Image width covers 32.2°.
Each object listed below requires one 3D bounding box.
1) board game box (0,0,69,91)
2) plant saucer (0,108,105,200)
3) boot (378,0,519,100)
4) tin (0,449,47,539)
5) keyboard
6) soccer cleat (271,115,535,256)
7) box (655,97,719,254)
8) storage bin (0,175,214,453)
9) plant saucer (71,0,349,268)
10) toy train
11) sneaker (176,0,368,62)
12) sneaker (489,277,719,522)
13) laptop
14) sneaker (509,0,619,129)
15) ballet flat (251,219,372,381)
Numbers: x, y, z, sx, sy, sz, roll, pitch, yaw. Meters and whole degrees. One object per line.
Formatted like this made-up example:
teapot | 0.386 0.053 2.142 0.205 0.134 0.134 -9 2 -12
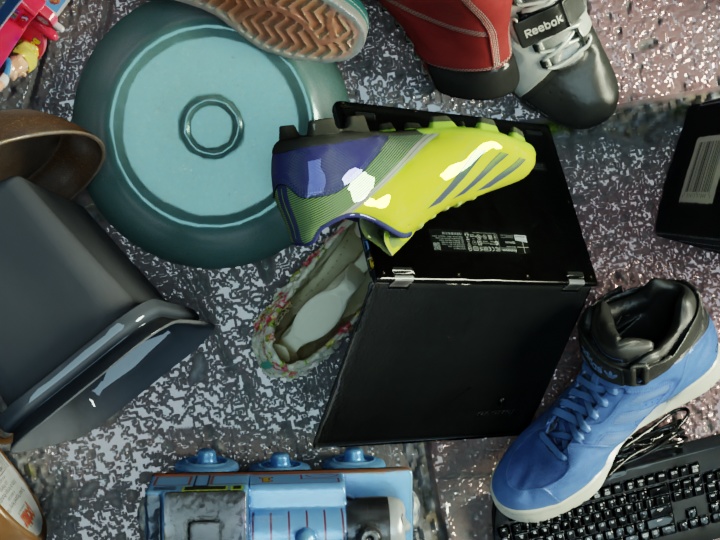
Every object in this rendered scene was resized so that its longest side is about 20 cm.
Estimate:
board game box | -0.234 -0.131 0.806 0.039 0.158 0.200 37 91 -22
plant saucer | -0.259 -0.047 0.786 0.200 0.200 0.035 -28 82 -2
boot | 0.022 -0.191 0.859 0.200 0.144 0.072 32 66 29
tin | -0.282 0.115 0.835 0.042 0.112 0.200 -36 96 -1
keyboard | 0.193 0.168 0.911 0.199 0.040 0.104 -15 96 -4
soccer cleat | 0.029 -0.052 0.769 0.200 0.065 0.084 -6 93 -39
box | 0.328 -0.044 0.853 0.199 0.148 0.105 15 92 -6
storage bin | -0.199 0.028 0.804 0.145 0.200 0.134 -39 85 -1
plant saucer | -0.104 -0.100 0.872 0.199 0.036 0.201 0 93 -4
toy train | -0.055 0.172 0.855 0.199 0.114 0.087 0 95 -4
sneaker | -0.081 -0.210 0.837 0.200 0.071 0.080 24 52 -2
sneaker | 0.161 0.082 0.861 0.200 0.077 0.111 -35 135 -4
laptop | 0.053 0.005 0.860 0.187 0.116 0.201 2 65 -34
sneaker | 0.116 -0.183 0.858 0.074 0.089 0.200 -37 97 -2
ballet flat | 0.000 0.000 0.873 0.076 0.064 0.200 38 90 -5
